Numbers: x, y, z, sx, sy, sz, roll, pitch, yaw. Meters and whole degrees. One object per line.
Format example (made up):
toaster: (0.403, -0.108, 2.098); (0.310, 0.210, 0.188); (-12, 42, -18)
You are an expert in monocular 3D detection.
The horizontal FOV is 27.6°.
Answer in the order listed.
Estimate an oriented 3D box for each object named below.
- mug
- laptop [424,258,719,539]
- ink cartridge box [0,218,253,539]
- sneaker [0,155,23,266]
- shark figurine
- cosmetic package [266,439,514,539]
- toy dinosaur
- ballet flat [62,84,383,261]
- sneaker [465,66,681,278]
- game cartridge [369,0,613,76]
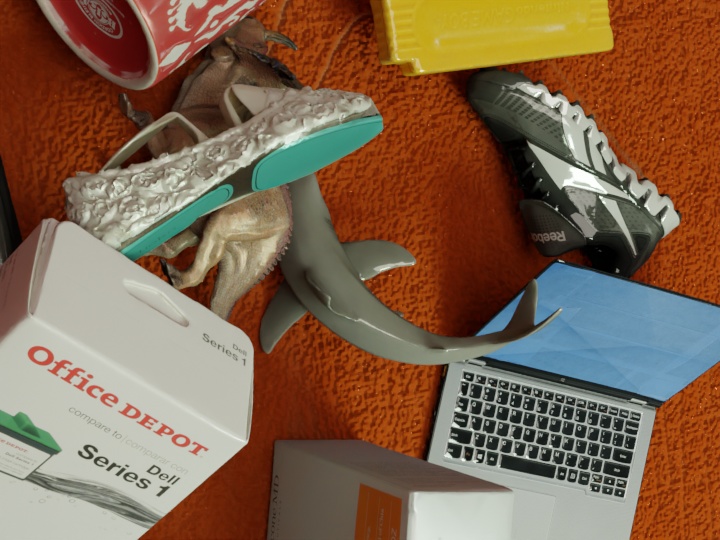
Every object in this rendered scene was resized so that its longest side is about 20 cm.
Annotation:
mug: (-0.105, -0.213, 0.874); (0.200, 0.177, 0.134); (-46, 139, -26)
laptop: (0.159, 0.108, 1.019); (0.187, 0.116, 0.201); (15, 85, -25)
ink cartridge box: (-0.174, 0.088, 0.811); (0.146, 0.084, 0.200); (33, 121, -26)
sneaker: (-0.254, -0.013, 0.842); (0.114, 0.076, 0.200); (-12, 115, -3)
shark figurine: (0.009, 0.020, 0.920); (0.214, 0.089, 0.128); (29, 89, 13)
cosmetic package: (0.011, 0.167, 0.902); (0.071, 0.200, 0.102); (4, 90, -25)
toy dinosaur: (-0.078, -0.060, 0.912); (0.135, 0.086, 0.201); (-17, 97, -22)
ballet flat: (-0.080, -0.069, 0.834); (0.200, 0.072, 0.072); (-28, 104, -20)
sneaker: (0.140, -0.059, 1.031); (0.200, 0.066, 0.091); (39, 73, -24)
game cartridge: (0.082, -0.237, 0.972); (0.176, 0.032, 0.201); (-11, 95, -25)
